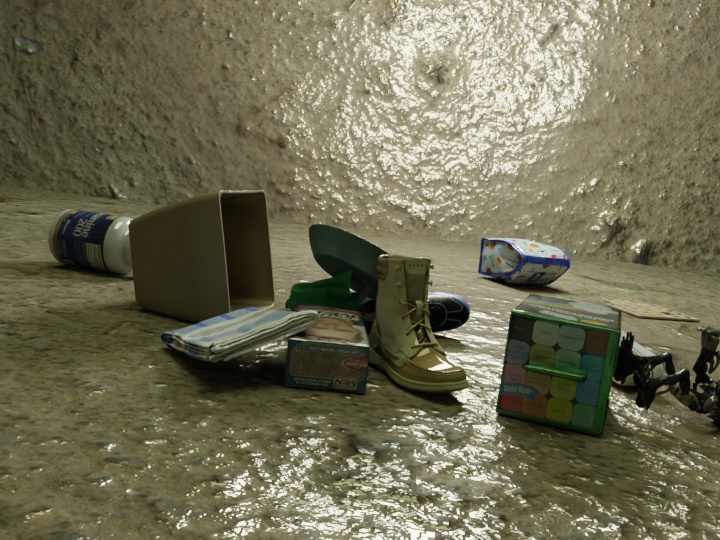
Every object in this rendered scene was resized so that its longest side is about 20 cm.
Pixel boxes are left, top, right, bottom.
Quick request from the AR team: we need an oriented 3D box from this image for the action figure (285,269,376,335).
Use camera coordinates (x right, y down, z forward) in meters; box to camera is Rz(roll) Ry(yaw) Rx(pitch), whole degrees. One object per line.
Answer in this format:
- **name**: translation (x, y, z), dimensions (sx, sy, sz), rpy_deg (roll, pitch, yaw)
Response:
- **action figure**: translation (-0.056, 0.053, 1.114), dimensions (0.054, 0.120, 0.199), rpy_deg (-19, 13, -40)

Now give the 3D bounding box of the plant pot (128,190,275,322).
- **plant pot**: translation (-0.260, -0.021, 1.155), dimensions (0.175, 0.202, 0.200), rpy_deg (-3, 6, 12)

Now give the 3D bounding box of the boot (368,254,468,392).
- **boot**: translation (0.072, 0.062, 0.911), dimensions (0.071, 0.157, 0.199), rpy_deg (2, 9, -29)

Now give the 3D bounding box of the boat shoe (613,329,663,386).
- **boat shoe**: translation (0.365, 0.118, 1.066), dimensions (0.061, 0.073, 0.200), rpy_deg (6, 11, -19)

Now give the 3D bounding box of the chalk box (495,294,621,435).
- **chalk box**: translation (0.235, 0.110, 0.841), dimensions (0.123, 0.125, 0.200), rpy_deg (11, 10, 20)

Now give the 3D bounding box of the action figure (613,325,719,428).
- **action figure**: translation (0.423, 0.133, 0.874), dimensions (0.198, 0.103, 0.119), rpy_deg (13, 25, -9)

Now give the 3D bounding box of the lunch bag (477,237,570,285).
- **lunch bag**: translation (0.442, -0.023, 1.934), dimensions (0.168, 0.126, 0.199), rpy_deg (4, 1, -26)

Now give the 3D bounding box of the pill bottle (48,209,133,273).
- **pill bottle**: translation (-0.499, -0.055, 1.406), dimensions (0.198, 0.112, 0.111), rpy_deg (9, 8, 16)

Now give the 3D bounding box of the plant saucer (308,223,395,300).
- **plant saucer**: translation (0.000, 0.000, 1.078), dimensions (0.198, 0.036, 0.200), rpy_deg (28, -15, 8)

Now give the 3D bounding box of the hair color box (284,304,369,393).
- **hair color box**: translation (-0.043, 0.096, 0.924), dimensions (0.099, 0.061, 0.200), rpy_deg (5, 9, -4)

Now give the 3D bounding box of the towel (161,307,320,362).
- **towel**: translation (-0.154, 0.072, 0.885), dimensions (0.146, 0.024, 0.199), rpy_deg (-19, 10, -31)

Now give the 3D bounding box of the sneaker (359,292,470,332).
- **sneaker**: translation (0.086, 0.075, 1.168), dimensions (0.197, 0.071, 0.078), rpy_deg (-1, 11, -1)

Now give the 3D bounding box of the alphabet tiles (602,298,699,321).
- **alphabet tiles**: translation (0.684, 0.094, 1.725), dimensions (0.165, 0.008, 0.200), rpy_deg (4, 8, -15)
